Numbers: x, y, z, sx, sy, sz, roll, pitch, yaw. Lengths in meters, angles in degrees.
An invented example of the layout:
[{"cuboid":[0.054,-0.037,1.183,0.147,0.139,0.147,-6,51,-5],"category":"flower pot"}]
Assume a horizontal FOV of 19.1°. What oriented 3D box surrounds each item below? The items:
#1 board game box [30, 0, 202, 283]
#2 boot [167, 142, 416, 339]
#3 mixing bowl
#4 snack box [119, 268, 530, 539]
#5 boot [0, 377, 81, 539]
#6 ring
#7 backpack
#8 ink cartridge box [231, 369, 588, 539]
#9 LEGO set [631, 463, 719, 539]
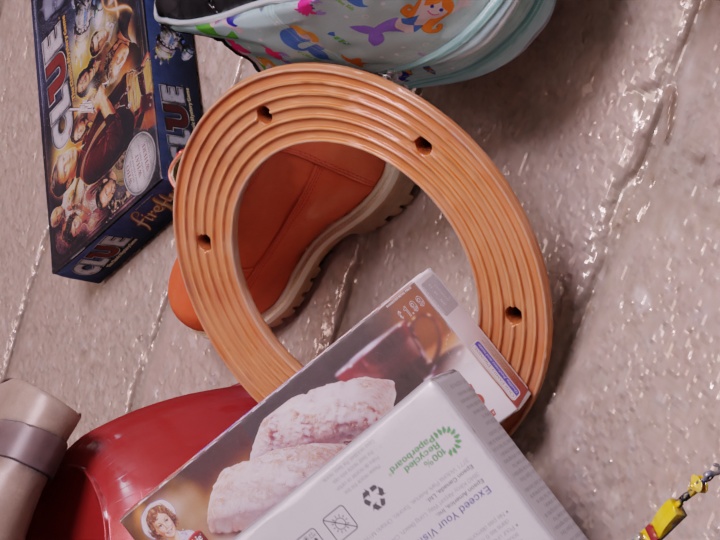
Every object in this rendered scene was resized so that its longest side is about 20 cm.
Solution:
[{"cuboid":[-0.147,-0.111,1.275,0.135,0.034,0.201,-37,53,46],"category":"board game box"},{"cuboid":[-0.063,-0.031,1.072,0.200,0.107,0.075,-45,50,44],"category":"boot"},{"cuboid":[-0.105,0.151,1.090,0.200,0.108,0.201,-16,71,53],"category":"mixing bowl"},{"cuboid":[-0.019,0.085,0.961,0.200,0.024,0.072,-40,90,28],"category":"snack box"},{"cuboid":[-0.183,0.125,1.029,0.147,0.070,0.200,-58,26,-4],"category":"boot"},{"cuboid":[0.000,0.000,0.960,0.200,0.019,0.201,18,125,28],"category":"ring"},{"cuboid":[0.014,-0.169,0.938,0.200,0.150,0.178,-9,61,60],"category":"backpack"},{"cuboid":[0.023,0.177,0.874,0.199,0.041,0.200,-40,79,22],"category":"ink cartridge box"},{"cuboid":[0.133,0.135,0.717,0.200,0.116,0.155,-23,63,45],"category":"LEGO set"}]
